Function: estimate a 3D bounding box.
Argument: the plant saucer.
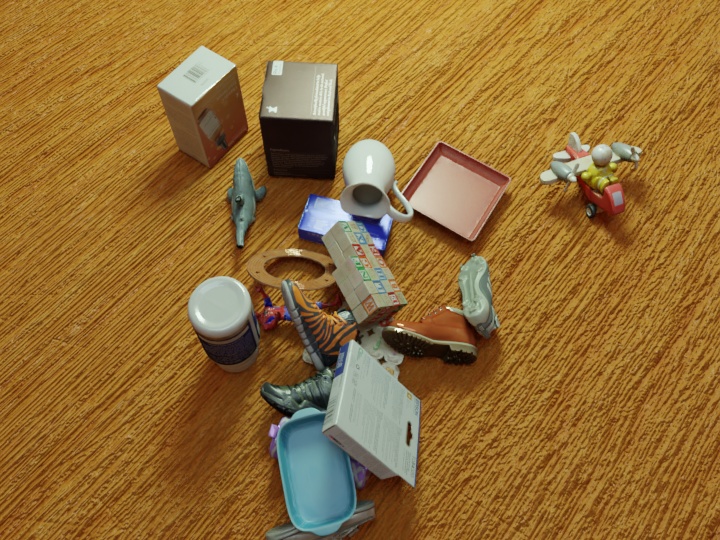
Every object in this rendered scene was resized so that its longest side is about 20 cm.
[{"bbox_3d":[0.214,-0.177,1.441,0.197,0.037,0.202,30,64,14],"label":"plant saucer"}]

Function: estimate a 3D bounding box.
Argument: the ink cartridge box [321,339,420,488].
[{"bbox_3d":[0.026,0.258,1.125,0.200,0.043,0.198,45,31,-22],"label":"ink cartridge box"}]

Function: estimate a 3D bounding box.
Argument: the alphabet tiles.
[{"bbox_3d":[-0.012,0.165,1.265,0.195,0.015,0.200,15,65,7],"label":"alphabet tiles"}]

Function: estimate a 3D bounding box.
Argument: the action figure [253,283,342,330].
[{"bbox_3d":[-0.141,0.073,1.259,0.194,0.100,0.067,-7,59,9],"label":"action figure"}]

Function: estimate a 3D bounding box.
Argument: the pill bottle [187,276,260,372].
[{"bbox_3d":[-0.248,0.109,1.186,0.112,0.202,0.119,0,59,0],"label":"pill bottle"}]

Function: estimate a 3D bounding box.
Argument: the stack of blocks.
[{"bbox_3d":[0.000,0.000,1.260,0.058,0.114,0.203,-39,69,29],"label":"stack of blocks"}]

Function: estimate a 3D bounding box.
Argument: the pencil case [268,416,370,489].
[{"bbox_3d":[-0.067,0.327,1.137,0.194,0.086,0.086,14,74,8],"label":"pencil case"}]

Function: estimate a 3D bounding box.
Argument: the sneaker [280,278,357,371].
[{"bbox_3d":[-0.073,0.086,1.205,0.110,0.204,0.078,-28,29,-10],"label":"sneaker"}]

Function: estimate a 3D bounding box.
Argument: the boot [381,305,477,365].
[{"bbox_3d":[0.136,0.116,1.258,0.194,0.075,0.110,13,57,-12],"label":"boot"}]

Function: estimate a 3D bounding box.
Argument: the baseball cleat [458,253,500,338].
[{"bbox_3d":[0.244,0.059,1.302,0.068,0.108,0.202,-19,30,26],"label":"baseball cleat"}]

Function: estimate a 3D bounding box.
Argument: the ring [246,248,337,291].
[{"bbox_3d":[-0.134,0.001,1.291,0.194,0.020,0.201,6,23,-2],"label":"ring"}]

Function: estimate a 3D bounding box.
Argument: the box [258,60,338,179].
[{"bbox_3d":[-0.132,-0.334,1.427,0.159,0.202,0.170,3,61,0],"label":"box"}]

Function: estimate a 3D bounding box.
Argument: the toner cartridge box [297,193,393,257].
[{"bbox_3d":[-0.031,-0.097,1.390,0.195,0.044,0.097,15,61,7],"label":"toner cartridge box"}]

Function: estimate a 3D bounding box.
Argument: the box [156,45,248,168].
[{"bbox_3d":[-0.352,-0.369,1.441,0.105,0.202,0.153,30,64,17],"label":"box"}]

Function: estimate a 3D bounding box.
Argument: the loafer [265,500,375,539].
[{"bbox_3d":[-0.063,0.452,1.088,0.195,0.072,0.065,-16,80,-2],"label":"loafer"}]

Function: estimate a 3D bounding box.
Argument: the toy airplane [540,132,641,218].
[{"bbox_3d":[0.521,-0.237,1.419,0.195,0.142,0.203,24,64,12],"label":"toy airplane"}]

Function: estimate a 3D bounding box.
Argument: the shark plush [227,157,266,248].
[{"bbox_3d":[-0.270,-0.142,1.387,0.088,0.084,0.205,9,62,4],"label":"shark plush"}]

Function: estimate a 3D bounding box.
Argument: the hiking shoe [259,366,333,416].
[{"bbox_3d":[-0.090,0.230,1.193,0.195,0.076,0.103,16,69,-3],"label":"hiking shoe"}]

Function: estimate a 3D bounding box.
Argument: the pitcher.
[{"bbox_3d":[0.039,-0.190,1.389,0.168,0.122,0.203,24,37,-16],"label":"pitcher"}]

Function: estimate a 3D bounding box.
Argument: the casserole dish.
[{"bbox_3d":[-0.074,0.338,1.067,0.118,0.039,0.205,-13,70,-3],"label":"casserole dish"}]
